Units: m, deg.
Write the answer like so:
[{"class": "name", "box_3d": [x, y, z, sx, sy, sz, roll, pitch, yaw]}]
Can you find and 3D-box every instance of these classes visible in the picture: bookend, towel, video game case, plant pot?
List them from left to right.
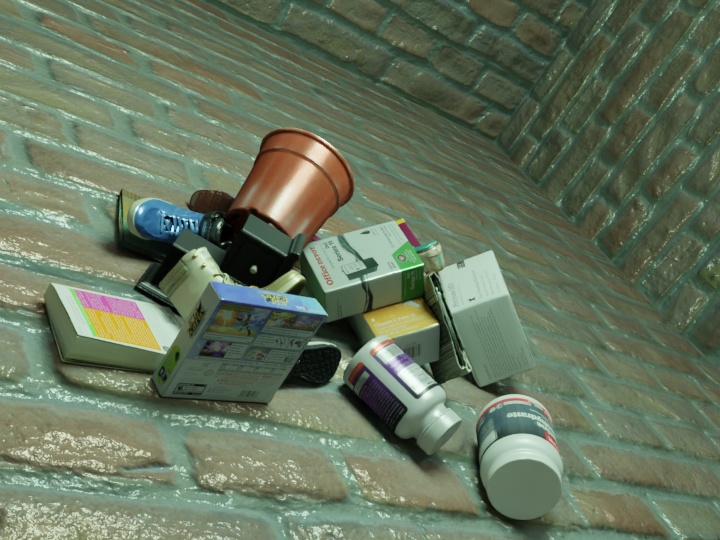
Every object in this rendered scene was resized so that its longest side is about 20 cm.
[{"class": "towel", "box_3d": [-0.368, -0.071, 1.622, 0.146, 0.022, 0.200, 25, 21, -27]}, {"class": "bookend", "box_3d": [-0.224, -0.014, 1.462, 0.199, 0.200, 0.092, 32, 21, -9]}, {"class": "video game case", "box_3d": [-0.172, 0.108, 1.302, 0.200, 0.181, 0.045, 12, 31, -45]}, {"class": "plant pot", "box_3d": [-0.141, -0.122, 1.653, 0.201, 0.201, 0.195, 33, 55, -4]}, {"class": "towel", "box_3d": [0.151, 0.113, 1.710, 0.200, 0.034, 0.193, 121, -47, -73]}]

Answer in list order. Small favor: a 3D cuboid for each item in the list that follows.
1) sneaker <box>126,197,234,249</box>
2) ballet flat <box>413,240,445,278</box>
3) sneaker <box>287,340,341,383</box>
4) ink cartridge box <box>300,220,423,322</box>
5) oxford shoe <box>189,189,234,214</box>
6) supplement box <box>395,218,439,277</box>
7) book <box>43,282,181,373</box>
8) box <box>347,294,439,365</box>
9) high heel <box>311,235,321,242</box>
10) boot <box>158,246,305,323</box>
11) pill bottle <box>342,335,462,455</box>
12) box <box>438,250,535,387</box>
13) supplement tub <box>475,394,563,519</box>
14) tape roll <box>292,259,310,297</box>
[{"class": "sneaker", "box_3d": [-0.295, -0.076, 1.534, 0.111, 0.077, 0.200, 6, -7, 30]}, {"class": "ballet flat", "box_3d": [0.106, -0.013, 1.796, 0.067, 0.068, 0.200, 63, -20, -9]}, {"class": "sneaker", "box_3d": [-0.110, 0.134, 1.489, 0.083, 0.072, 0.200, 29, 6, 36]}, {"class": "ink cartridge box", "box_3d": [0.000, 0.000, 1.688, 0.200, 0.083, 0.147, -16, 45, -15]}, {"class": "oxford shoe", "box_3d": [-0.247, -0.107, 1.798, 0.200, 0.071, 0.075, 21, -4, 13]}, {"class": "supplement box", "box_3d": [0.077, -0.001, 1.935, 0.200, 0.131, 0.103, -121, -168, -49]}, {"class": "book", "box_3d": [-0.343, 0.084, 1.296, 0.200, 0.048, 0.134, 17, 26, -42]}, {"class": "box", "box_3d": [0.055, 0.090, 1.722, 0.124, 0.098, 0.200, -16, 41, -15]}, {"class": "high heel", "box_3d": [-0.067, -0.027, 1.812, 0.200, 0.067, 0.096, 25, 23, -9]}, {"class": "boot", "box_3d": [-0.197, 0.022, 1.370, 0.155, 0.200, 0.072, 56, 5, 16]}, {"class": "pill bottle", "box_3d": [0.074, 0.215, 1.535, 0.200, 0.112, 0.111, 43, 23, 21]}, {"class": "box", "box_3d": [0.265, 0.100, 1.911, 0.199, 0.130, 0.200, -95, 163, -62]}, {"class": "supplement tub", "box_3d": [0.275, 0.320, 1.564, 0.140, 0.140, 0.200, 31, 21, -9]}, {"class": "tape roll", "box_3d": [-0.125, -0.001, 1.804, 0.203, 0.037, 0.203, 30, 22, -13]}]
